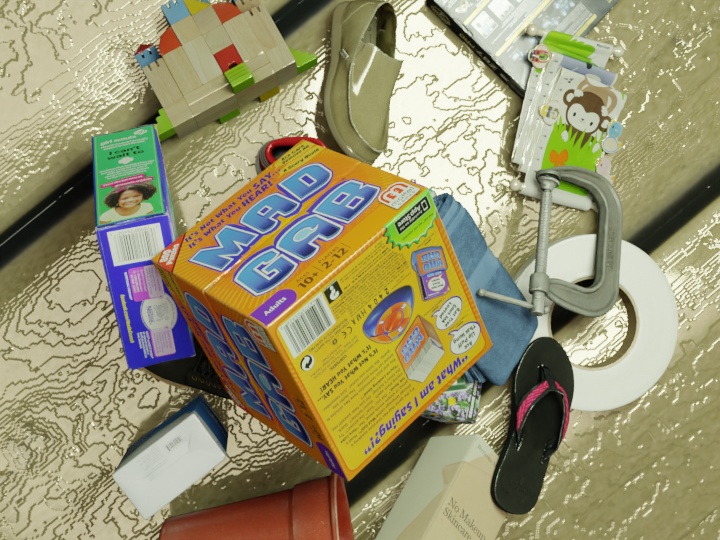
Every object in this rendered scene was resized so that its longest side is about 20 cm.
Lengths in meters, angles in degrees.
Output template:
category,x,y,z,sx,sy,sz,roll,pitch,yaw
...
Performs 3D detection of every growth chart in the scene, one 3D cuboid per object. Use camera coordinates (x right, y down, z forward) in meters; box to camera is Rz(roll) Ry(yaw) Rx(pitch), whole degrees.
category,x,y,z,sx,sy,sz,roll,pitch,yaw
growth chart,0.236,-0.168,1.519,0.144,0.018,0.201,3,101,-21

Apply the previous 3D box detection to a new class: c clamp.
category,x,y,z,sx,sy,sz,roll,pitch,yaw
c clamp,0.220,-0.034,1.476,0.170,0.027,0.201,23,63,-20

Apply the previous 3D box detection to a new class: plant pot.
category,x,y,z,sx,sy,sz,roll,pitch,yaw
plant pot,-0.106,0.325,1.443,0.194,0.201,0.202,-8,92,2

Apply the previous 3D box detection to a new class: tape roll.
category,x,y,z,sx,sy,sz,roll,pitch,yaw
tape roll,0.261,0.059,1.543,0.201,0.037,0.204,0,91,-5

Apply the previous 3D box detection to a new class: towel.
category,x,y,z,sx,sy,sz,roll,pitch,yaw
towel,0.111,0.022,1.446,0.112,0.048,0.200,-52,120,-27

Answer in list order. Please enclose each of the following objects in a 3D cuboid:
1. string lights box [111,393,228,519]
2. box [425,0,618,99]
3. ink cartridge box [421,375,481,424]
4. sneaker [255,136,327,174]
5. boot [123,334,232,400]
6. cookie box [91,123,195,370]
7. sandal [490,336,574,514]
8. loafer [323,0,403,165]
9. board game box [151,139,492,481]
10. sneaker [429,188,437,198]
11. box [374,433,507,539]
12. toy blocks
category,x,y,z,sx,sy,sz,roll,pitch,yaw
string lights box,-0.195,0.189,1.420,0.103,0.200,0.059,-37,93,-3
box,0.198,-0.321,1.525,0.161,0.049,0.200,43,87,-4
ink cartridge box,0.045,0.092,1.467,0.199,0.050,0.110,19,74,-32
sneaker,-0.020,-0.089,1.474,0.199,0.116,0.079,17,89,-5
boot,-0.158,0.102,1.453,0.199,0.138,0.078,14,89,-5
cookie box,-0.224,-0.028,1.387,0.075,0.200,0.172,-11,123,-7
sandal,0.195,0.168,1.475,0.075,0.045,0.201,22,70,-14
loafer,0.006,-0.211,1.463,0.076,0.067,0.201,17,62,-45
board game box,-0.034,0.032,1.285,0.200,0.199,0.200,-40,128,-21
sneaker,0.072,-0.046,1.472,0.199,0.075,0.089,14,112,-30
box,0.085,0.281,1.455,0.095,0.078,0.200,48,54,-24
toy blocks,-0.167,-0.243,1.479,0.199,0.100,0.137,-29,82,-4
